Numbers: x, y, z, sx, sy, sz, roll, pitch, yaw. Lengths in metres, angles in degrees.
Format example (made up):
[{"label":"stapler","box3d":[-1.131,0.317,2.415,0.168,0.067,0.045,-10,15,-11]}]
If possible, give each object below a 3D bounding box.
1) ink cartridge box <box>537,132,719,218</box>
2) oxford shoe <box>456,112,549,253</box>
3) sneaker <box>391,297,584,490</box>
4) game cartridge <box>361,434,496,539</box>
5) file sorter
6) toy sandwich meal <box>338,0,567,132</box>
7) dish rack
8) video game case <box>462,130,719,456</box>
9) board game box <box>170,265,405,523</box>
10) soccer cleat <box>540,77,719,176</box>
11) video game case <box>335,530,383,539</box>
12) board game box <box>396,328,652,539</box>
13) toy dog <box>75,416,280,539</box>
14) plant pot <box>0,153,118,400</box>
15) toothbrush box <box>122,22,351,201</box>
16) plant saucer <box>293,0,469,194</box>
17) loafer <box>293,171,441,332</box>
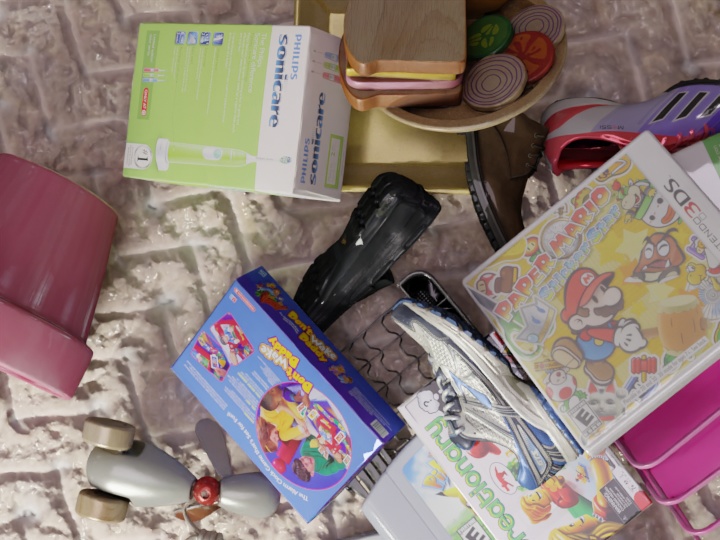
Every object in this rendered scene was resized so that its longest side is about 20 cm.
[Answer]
[{"label":"ink cartridge box","box3d":[0.260,-0.044,1.133,0.198,0.146,0.085,-23,82,7]},{"label":"oxford shoe","box3d":[0.132,-0.096,1.144,0.083,0.073,0.203,-13,88,6]},{"label":"sneaker","box3d":[0.093,0.104,1.073,0.200,0.077,0.085,42,94,11]},{"label":"game cartridge","box3d":[0.104,0.188,1.153,0.199,0.040,0.134,-40,77,3]},{"label":"file sorter","box3d":[0.288,0.131,1.098,0.139,0.126,0.200,-40,116,7]},{"label":"toy sandwich meal","box3d":[0.078,-0.202,1.111,0.202,0.071,0.207,-6,52,8]},{"label":"dish rack","box3d":[0.034,0.116,1.215,0.200,0.055,0.154,-40,84,7]},{"label":"video game case","box3d":[0.208,0.015,1.030,0.199,0.023,0.183,-39,63,7]},{"label":"board game box","box3d":[-0.071,0.116,1.201,0.200,0.045,0.135,47,124,9]},{"label":"soccer cleat","box3d":[0.261,-0.123,1.162,0.197,0.069,0.074,-5,46,12]},{"label":"video game case","box3d":[0.064,0.338,1.208,0.180,0.023,0.203,-16,88,20]},{"label":"board game box","box3d":[0.140,0.159,1.115,0.126,0.035,0.201,-39,81,3]},{"label":"toy dog","box3d":[-0.183,0.201,1.243,0.199,0.096,0.133,32,92,-8]},{"label":"plant pot","box3d":[-0.322,0.000,1.211,0.198,0.200,0.181,23,77,8]},{"label":"toothbrush box","box3d":[-0.113,-0.147,1.188,0.198,0.086,0.148,7,91,32]},{"label":"plant saucer","box3d":[0.035,-0.173,1.218,0.197,0.048,0.203,2,90,8]},{"label":"loafer","box3d":[0.000,0.000,1.203,0.070,0.068,0.201,27,116,-23]}]
